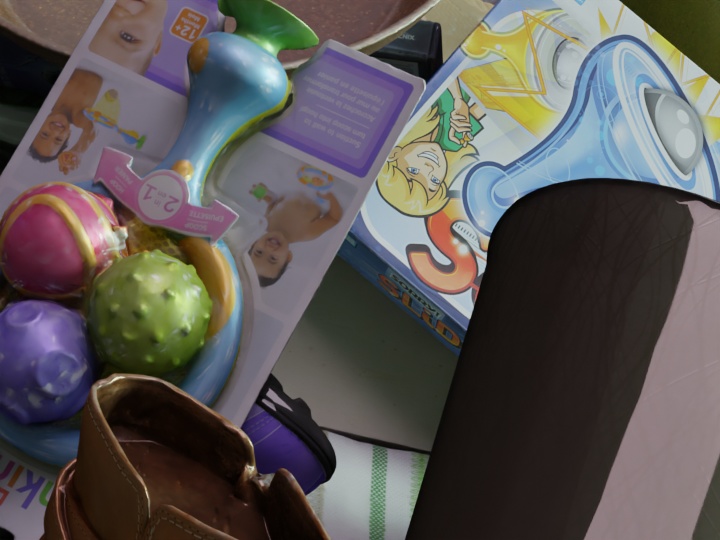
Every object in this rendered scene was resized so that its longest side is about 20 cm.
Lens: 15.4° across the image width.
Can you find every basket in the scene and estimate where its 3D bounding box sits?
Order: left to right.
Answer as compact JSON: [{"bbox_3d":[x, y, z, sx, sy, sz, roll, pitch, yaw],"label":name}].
[{"bbox_3d":[0.079,0.099,0.780,0.180,0.136,0.200,36,51,-7],"label":"basket"}]

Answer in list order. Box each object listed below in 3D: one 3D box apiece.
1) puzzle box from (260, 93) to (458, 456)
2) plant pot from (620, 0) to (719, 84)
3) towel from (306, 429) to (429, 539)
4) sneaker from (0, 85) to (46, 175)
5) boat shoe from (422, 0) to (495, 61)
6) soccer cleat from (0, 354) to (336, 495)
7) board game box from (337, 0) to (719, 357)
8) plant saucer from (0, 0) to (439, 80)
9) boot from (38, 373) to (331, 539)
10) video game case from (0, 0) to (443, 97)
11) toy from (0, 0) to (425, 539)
[{"bbox_3d":[0.000,0.000,0.979,0.199,0.025,0.134,14,70,-12],"label":"puzzle box"},{"bbox_3d":[0.197,-0.100,1.205,0.200,0.201,0.193,5,43,-22],"label":"plant pot"},{"bbox_3d":[0.007,0.107,0.890,0.199,0.031,0.149,13,27,-5],"label":"towel"},{"bbox_3d":[-0.123,-0.043,1.029,0.199,0.077,0.089,15,17,-14],"label":"sneaker"},{"bbox_3d":[0.033,-0.084,1.126,0.199,0.065,0.072,0,72,-33],"label":"boat shoe"},{"bbox_3d":[-0.105,0.046,0.874,0.199,0.068,0.073,20,62,17],"label":"soccer cleat"},{"bbox_3d":[0.100,-0.002,0.947,0.200,0.034,0.135,40,73,4],"label":"board game box"},{"bbox_3d":[-0.057,-0.121,0.958,0.200,0.037,0.201,2,44,-2],"label":"plant saucer"},{"bbox_3d":[-0.025,0.134,0.683,0.200,0.155,0.074,34,32,26],"label":"boot"},{"bbox_3d":[-0.066,-0.076,1.032,0.199,0.019,0.143,10,-16,6],"label":"video game case"},{"bbox_3d":[-0.077,-0.003,0.829,0.115,0.200,0.047,25,-14,20],"label":"toy"}]
